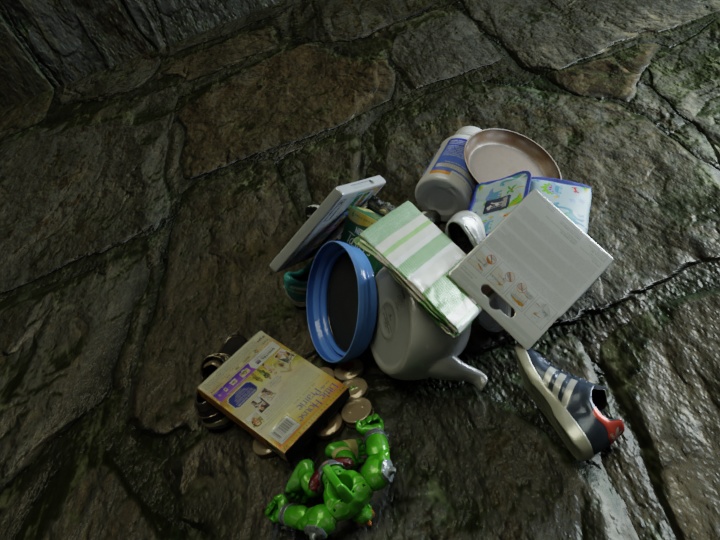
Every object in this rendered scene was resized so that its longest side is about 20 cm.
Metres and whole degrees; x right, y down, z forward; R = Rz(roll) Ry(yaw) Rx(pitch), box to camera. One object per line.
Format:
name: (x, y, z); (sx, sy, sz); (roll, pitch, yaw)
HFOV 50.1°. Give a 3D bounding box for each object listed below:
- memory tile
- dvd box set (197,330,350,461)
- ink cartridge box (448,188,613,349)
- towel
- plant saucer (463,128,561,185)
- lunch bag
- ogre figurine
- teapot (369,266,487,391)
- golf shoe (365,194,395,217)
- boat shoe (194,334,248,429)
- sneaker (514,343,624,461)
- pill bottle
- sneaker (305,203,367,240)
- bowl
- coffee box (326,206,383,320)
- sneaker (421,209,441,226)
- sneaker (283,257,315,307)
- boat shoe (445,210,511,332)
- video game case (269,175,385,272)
memory tile: (-0.081, 0.215, 1.230); (0.200, 0.017, 0.153); (-19, 36, 4)
dvd box set: (-0.137, 0.191, 1.208); (0.200, 0.029, 0.146); (28, 57, 31)
ink cartridge box: (0.249, 0.001, 1.137); (0.200, 0.050, 0.162); (-43, 80, -14)
towel: (0.100, -0.006, 1.120); (0.200, 0.023, 0.153); (44, 42, 10)
plant saucer: (0.285, -0.189, 1.465); (0.200, 0.032, 0.200); (9, 52, -12)
lunch bag: (0.274, -0.074, 1.285); (0.200, 0.128, 0.170); (11, 44, 13)
ogre figurine: (-0.032, 0.290, 1.044); (0.200, 0.098, 0.120); (-21, 23, -17)
teapot: (0.105, 0.073, 1.199); (0.146, 0.200, 0.197); (-1, 5, -24)
golf shoe: (0.067, -0.054, 1.359); (0.095, 0.078, 0.200); (-55, 43, 1)
boat shoe: (-0.230, 0.175, 1.310); (0.074, 0.073, 0.200); (-12, 37, 14)
sneaker: (0.285, 0.166, 1.056); (0.084, 0.075, 0.200); (-26, 46, -3)
pill bottle: (0.193, -0.198, 1.530); (0.112, 0.112, 0.200); (3, 43, 31)
sneaker: (-0.028, -0.100, 1.571); (0.200, 0.074, 0.080); (18, 37, 36)
bowl: (-0.032, 0.052, 1.270); (0.039, 0.201, 0.201); (1, 26, -28)
coffee box: (0.000, 0.000, 1.327); (0.044, 0.200, 0.123); (7, 18, -37)
sneaker: (0.103, -0.031, 1.408); (0.090, 0.067, 0.200); (19, 57, 39)
sneaker: (-0.048, 0.000, 1.432); (0.200, 0.080, 0.078); (-25, 36, -5)
boat shoe: (0.180, 0.006, 1.203); (0.072, 0.200, 0.068); (-7, 11, 33)
video game case: (-0.057, -0.085, 1.375); (0.200, 0.024, 0.182); (-47, -9, 27)
